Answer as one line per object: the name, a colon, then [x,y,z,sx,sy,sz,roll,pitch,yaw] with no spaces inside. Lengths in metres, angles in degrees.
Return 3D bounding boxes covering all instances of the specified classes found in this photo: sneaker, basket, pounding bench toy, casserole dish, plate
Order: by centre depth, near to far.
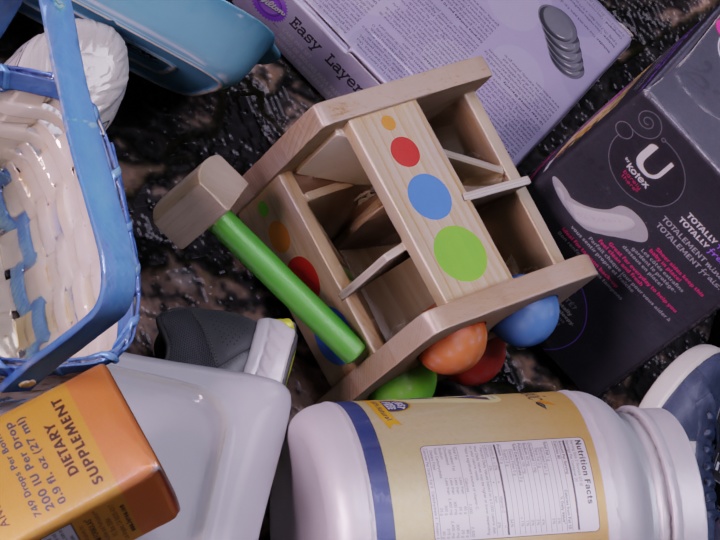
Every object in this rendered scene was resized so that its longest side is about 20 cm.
basket: [-0.168,-0.024,1.413,0.139,0.200,0.177,2,62,-34]
plate: [-0.146,0.113,1.480,0.199,0.032,0.201,11,56,2]
sneaker: [-0.095,0.107,1.554,0.084,0.075,0.201,16,58,5]
sneaker: [-0.196,-0.053,1.576,0.072,0.073,0.200,43,64,6]
pounding bench toy: [0.000,0.000,1.628,0.199,0.124,0.156,-19,76,-38]
casserole dish: [-0.138,-0.146,1.635,0.199,0.121,0.039,27,80,-17]
sneaker: [0.180,0.135,1.670,0.084,0.075,0.201,17,66,25]

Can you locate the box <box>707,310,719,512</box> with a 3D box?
box: [0.278,0.092,1.808,0.160,0.044,0.201,32,51,-14]

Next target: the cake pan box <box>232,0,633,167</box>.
cake pan box: [0.043,-0.151,1.791,0.200,0.052,0.184,45,47,-4]

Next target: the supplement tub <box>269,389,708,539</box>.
supplement tub: [0.064,0.135,1.542,0.199,0.145,0.145,-2,64,-16]

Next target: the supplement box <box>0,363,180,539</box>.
supplement box: [-0.188,0.125,1.404,0.199,0.069,0.067,-29,66,-5]

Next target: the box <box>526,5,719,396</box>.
box: [0.169,-0.037,1.698,0.122,0.200,0.106,47,50,-2]
